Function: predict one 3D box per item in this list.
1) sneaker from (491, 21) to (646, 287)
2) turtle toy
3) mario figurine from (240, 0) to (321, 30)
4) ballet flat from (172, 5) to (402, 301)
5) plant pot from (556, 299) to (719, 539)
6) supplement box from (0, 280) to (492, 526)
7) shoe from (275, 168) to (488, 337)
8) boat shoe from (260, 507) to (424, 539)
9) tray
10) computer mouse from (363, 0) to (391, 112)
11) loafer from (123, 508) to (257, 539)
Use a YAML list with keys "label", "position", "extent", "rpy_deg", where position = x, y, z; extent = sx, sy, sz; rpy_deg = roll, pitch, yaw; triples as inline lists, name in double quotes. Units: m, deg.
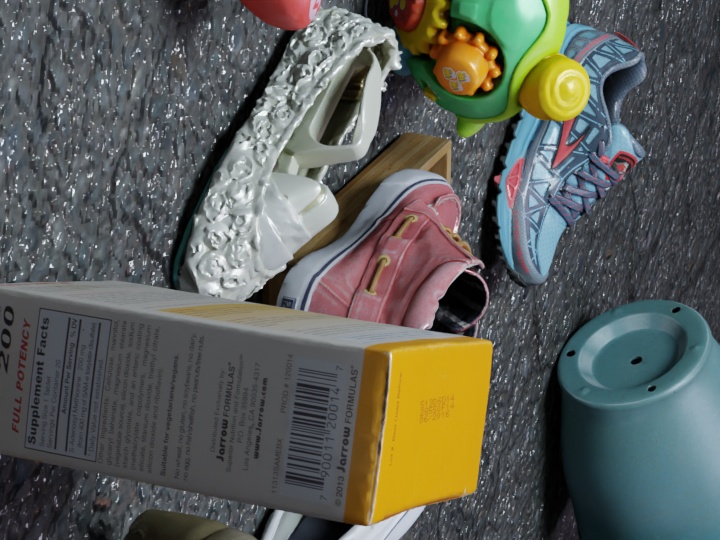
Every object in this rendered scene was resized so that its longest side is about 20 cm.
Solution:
- label: "sneaker"
  position: [0.156, -0.083, 1.460]
  extent: [0.079, 0.095, 0.202]
  rpy_deg: [29, 74, -66]
- label: "turtle toy"
  position: [0.070, -0.178, 1.176]
  extent: [0.100, 0.146, 0.202]
  rpy_deg: [3, 101, -26]
- label: "mario figurine"
  position: [-0.010, -0.209, 0.972]
  extent: [0.123, 0.106, 0.202]
  rpy_deg: [23, 69, -33]
- label: "ballet flat"
  position: [-0.033, -0.059, 1.054]
  extent: [0.072, 0.071, 0.201]
  rpy_deg: [67, 41, -55]
- label: "plant pot"
  position: [0.254, 0.137, 1.711]
  extent: [0.201, 0.198, 0.189]
  rpy_deg: [-58, 135, -40]
- label: "supplement box"
  position: [-0.058, 0.053, 0.871]
  extent: [0.126, 0.198, 0.074]
  rpy_deg: [0, 98, -66]
- label: "shoe"
  position: [0.035, 0.003, 1.122]
  extent: [0.200, 0.090, 0.072]
  rpy_deg: [-40, 137, -57]
- label: "boat shoe"
  position: [-0.004, 0.133, 1.210]
  extent: [0.066, 0.073, 0.201]
  rpy_deg: [85, 26, -45]
- label: "tray"
  position: [0.000, 0.000, 1.203]
  extent: [0.200, 0.037, 0.100]
  rpy_deg: [-45, 141, -55]
- label: "computer mouse"
  position: [0.000, -0.173, 1.127]
  extent: [0.058, 0.034, 0.202]
  rpy_deg: [-22, 133, -36]
- label: "loafer"
  position: [-0.102, 0.202, 1.016]
  extent: [0.076, 0.067, 0.201]
  rpy_deg: [-10, 128, -49]
